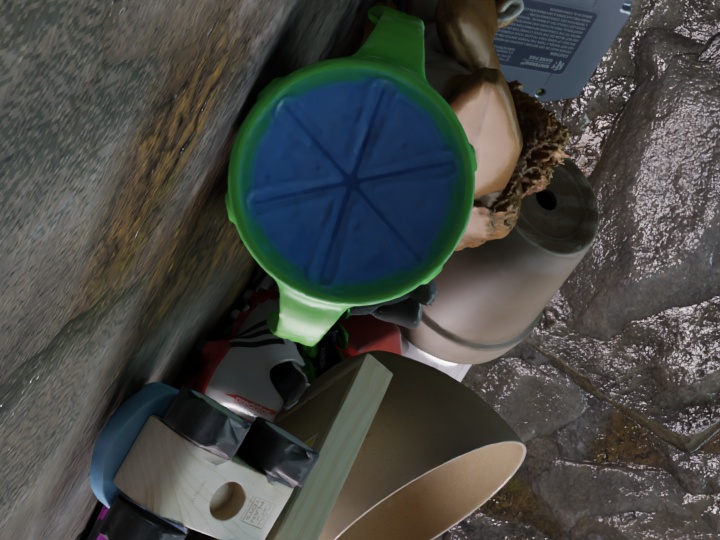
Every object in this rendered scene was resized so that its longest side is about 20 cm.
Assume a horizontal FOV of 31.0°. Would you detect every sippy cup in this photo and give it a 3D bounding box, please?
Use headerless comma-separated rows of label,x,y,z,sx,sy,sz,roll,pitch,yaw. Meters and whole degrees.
sippy cup,-0.009,-0.055,0.760,0.178,0.140,0.130,-36,-172,1

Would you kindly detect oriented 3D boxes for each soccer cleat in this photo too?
soccer cleat,-0.077,0.070,1.036,0.069,0.085,0.200,-63,177,16

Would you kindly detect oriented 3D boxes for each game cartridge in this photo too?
game cartridge,0.118,-0.201,1.077,0.133,0.200,0.041,-63,-145,36

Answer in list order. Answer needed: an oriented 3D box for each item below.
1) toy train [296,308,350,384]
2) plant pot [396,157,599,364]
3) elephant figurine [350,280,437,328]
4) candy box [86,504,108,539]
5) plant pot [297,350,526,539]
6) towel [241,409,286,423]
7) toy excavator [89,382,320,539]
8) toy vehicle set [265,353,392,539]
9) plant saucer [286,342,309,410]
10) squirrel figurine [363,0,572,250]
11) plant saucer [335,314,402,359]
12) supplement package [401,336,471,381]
toy train,-0.034,0.008,1.061,0.042,0.056,0.200,-15,130,-25
plant pot,0.126,-0.033,1.228,0.174,0.200,0.200,-40,-165,51
elephant figurine,0.000,0.000,1.163,0.200,0.141,0.155,112,5,-50
candy box,-0.167,0.209,1.013,0.137,0.061,0.200,-61,178,17
plant pot,0.017,0.147,1.081,0.200,0.135,0.200,-27,155,-14
towel,-0.069,0.197,1.083,0.146,0.030,0.200,-75,152,-56
toy excavator,-0.113,0.121,0.860,0.194,0.200,0.100,32,87,-43
toy vehicle set,-0.054,0.156,0.924,0.124,0.027,0.200,-38,-164,39
plant saucer,-0.078,0.163,1.170,0.200,0.037,0.201,-16,113,-42
squirrel figurine,0.069,-0.126,0.952,0.200,0.141,0.187,54,32,-39
plant saucer,-0.025,0.127,1.294,0.037,0.200,0.200,-17,112,-32
supplement package,0.037,0.031,1.413,0.147,0.200,0.191,-67,-178,-49
